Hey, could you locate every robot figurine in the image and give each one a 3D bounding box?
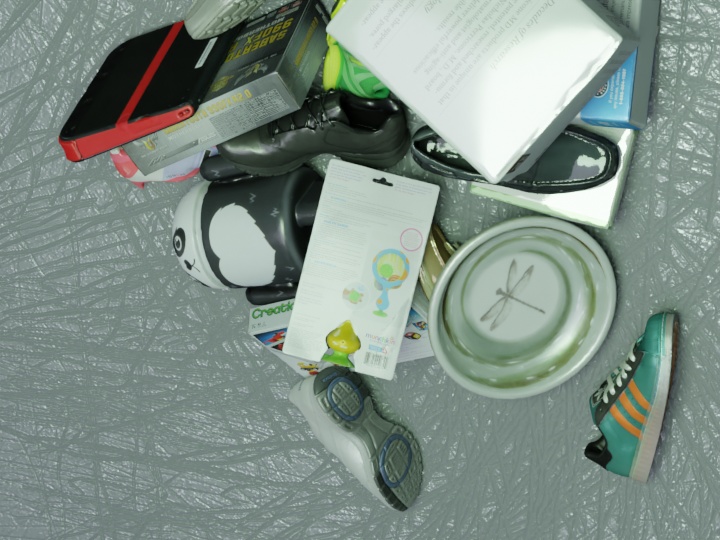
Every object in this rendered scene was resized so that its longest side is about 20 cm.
[{"bbox_3d":[-0.104,-0.044,1.751,0.199,0.125,0.151,-6,79,25],"label":"robot figurine"}]

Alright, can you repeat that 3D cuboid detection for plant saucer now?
[{"bbox_3d":[0.158,0.031,1.670,0.199,0.050,0.201,-6,115,-12],"label":"plant saucer"}]

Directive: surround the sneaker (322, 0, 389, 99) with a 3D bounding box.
[{"bbox_3d":[0.009,-0.227,1.616,0.083,0.074,0.200,12,161,1],"label":"sneaker"}]

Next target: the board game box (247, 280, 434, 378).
[{"bbox_3d":[-0.004,0.063,1.774,0.199,0.035,0.126,-13,146,28],"label":"board game box"}]

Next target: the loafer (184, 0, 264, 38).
[{"bbox_3d":[-0.108,-0.303,1.593,0.200,0.070,0.070,-43,79,30],"label":"loafer"}]

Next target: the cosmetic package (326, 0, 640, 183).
[{"bbox_3d":[0.111,-0.203,1.433,0.200,0.165,0.165,43,106,6],"label":"cosmetic package"}]

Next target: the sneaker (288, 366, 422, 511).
[{"bbox_3d":[-0.003,0.188,1.859,0.087,0.075,0.200,-10,120,53],"label":"sneaker"}]

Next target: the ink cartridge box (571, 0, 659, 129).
[{"bbox_3d":[0.170,-0.214,1.552,0.199,0.085,0.146,7,94,22],"label":"ink cartridge box"}]

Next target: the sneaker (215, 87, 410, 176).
[{"bbox_3d":[-0.048,-0.148,1.665,0.199,0.076,0.091,-6,157,-4],"label":"sneaker"}]

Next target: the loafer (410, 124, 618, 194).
[{"bbox_3d":[0.144,-0.109,1.576,0.199,0.070,0.069,6,94,16],"label":"loafer"}]

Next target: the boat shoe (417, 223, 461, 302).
[{"bbox_3d":[0.114,0.025,1.728,0.062,0.073,0.200,-23,114,22],"label":"boat shoe"}]

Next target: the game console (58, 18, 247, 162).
[{"bbox_3d":[-0.209,-0.192,1.686,0.176,0.200,0.031,-13,125,27],"label":"game console"}]

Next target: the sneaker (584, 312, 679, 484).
[{"bbox_3d":[0.276,0.128,1.701,0.079,0.071,0.201,14,120,12],"label":"sneaker"}]

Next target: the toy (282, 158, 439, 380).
[{"bbox_3d":[0.000,0.000,1.673,0.114,0.047,0.201,14,85,-1],"label":"toy"}]

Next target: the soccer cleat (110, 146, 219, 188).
[{"bbox_3d":[-0.176,-0.134,1.787,0.199,0.067,0.077,-10,141,21],"label":"soccer cleat"}]

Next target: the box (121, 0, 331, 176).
[{"bbox_3d":[-0.133,-0.188,1.671,0.199,0.159,0.048,-20,120,28],"label":"box"}]

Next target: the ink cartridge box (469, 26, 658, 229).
[{"bbox_3d":[0.200,-0.154,1.617,0.145,0.048,0.201,16,96,15],"label":"ink cartridge box"}]
